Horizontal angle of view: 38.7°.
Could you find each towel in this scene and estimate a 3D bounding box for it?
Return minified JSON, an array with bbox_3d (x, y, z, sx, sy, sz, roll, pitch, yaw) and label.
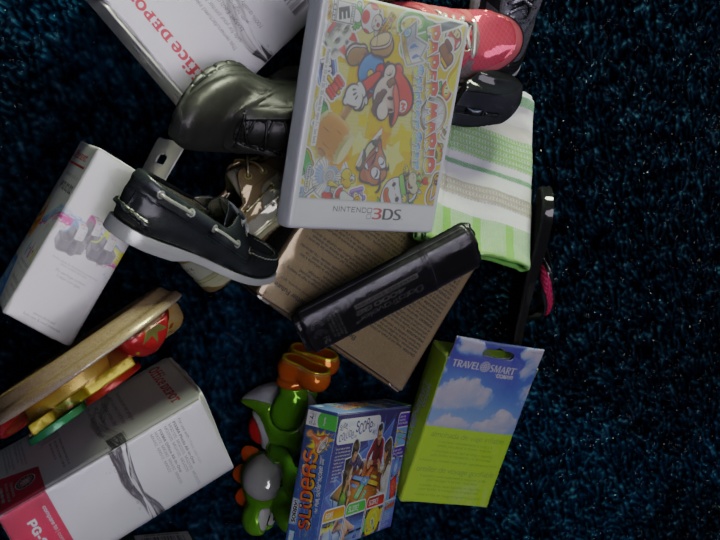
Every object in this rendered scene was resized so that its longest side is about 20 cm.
[{"bbox_3d":[0.124,-0.111,1.068,0.147,0.031,0.203,13,68,-26],"label":"towel"}]

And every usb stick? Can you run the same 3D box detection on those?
[{"bbox_3d":[0.027,0.016,0.994,0.198,0.033,0.056,-28,129,-6],"label":"usb stick"}]

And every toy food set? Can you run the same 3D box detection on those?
[{"bbox_3d":[-0.236,0.083,0.901,0.197,0.200,0.049,-36,98,-17],"label":"toy food set"}]

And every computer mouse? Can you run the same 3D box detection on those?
[{"bbox_3d":[0.089,-0.159,1.011,0.198,0.034,0.059,-16,148,-32],"label":"computer mouse"}]

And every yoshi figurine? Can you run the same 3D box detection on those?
[{"bbox_3d":[-0.060,0.186,1.050,0.111,0.112,0.203,8,105,-35],"label":"yoshi figurine"}]

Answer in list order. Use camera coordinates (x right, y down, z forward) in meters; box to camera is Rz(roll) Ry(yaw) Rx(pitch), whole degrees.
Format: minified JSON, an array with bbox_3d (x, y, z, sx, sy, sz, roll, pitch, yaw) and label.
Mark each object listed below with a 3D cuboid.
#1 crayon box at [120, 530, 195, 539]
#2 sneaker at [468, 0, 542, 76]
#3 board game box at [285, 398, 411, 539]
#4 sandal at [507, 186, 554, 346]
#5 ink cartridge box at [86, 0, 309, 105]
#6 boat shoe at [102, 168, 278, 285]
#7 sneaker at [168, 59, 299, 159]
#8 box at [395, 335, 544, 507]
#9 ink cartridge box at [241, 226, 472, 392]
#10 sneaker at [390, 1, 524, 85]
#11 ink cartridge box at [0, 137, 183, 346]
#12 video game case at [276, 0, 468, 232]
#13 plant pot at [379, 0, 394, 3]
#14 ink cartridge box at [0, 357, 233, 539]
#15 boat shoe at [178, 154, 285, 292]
[{"bbox_3d":[-0.264,0.359,1.018,0.197,0.058,0.176,1,101,-24],"label":"crayon box"},{"bbox_3d":[0.172,-0.298,1.051,0.074,0.114,0.203,3,99,-24],"label":"sneaker"},{"bbox_3d":[-0.007,0.203,1.040,0.199,0.034,0.138,14,87,-66],"label":"board game box"},{"bbox_3d":[0.196,0.006,1.117,0.044,0.075,0.203,7,120,-4],"label":"sandal"},{"bbox_3d":[-0.129,-0.259,0.939,0.200,0.084,0.145,-46,114,-10],"label":"ink cartridge box"},{"bbox_3d":[-0.131,-0.036,0.891,0.199,0.075,0.061,16,106,-58],"label":"boat shoe"},{"bbox_3d":[-0.081,-0.134,0.907,0.199,0.091,0.077,-19,143,-47],"label":"sneaker"},{"bbox_3d":[0.115,0.163,1.136,0.120,0.048,0.203,9,108,-25],"label":"box"},{"bbox_3d":[0.000,0.000,1.055,0.199,0.075,0.166,36,85,-26],"label":"ink cartridge box"},{"bbox_3d":[0.070,-0.226,1.008,0.197,0.087,0.075,-1,91,-7],"label":"sneaker"},{"bbox_3d":[-0.243,-0.046,0.914,0.067,0.115,0.202,32,86,-25],"label":"ink cartridge box"},{"bbox_3d":[0.015,-0.136,0.924,0.180,0.023,0.203,0,104,-42],"label":"video game case"},{"bbox_3d":[0.016,-0.355,0.931,0.199,0.092,0.204,20,62,-42],"label":"plant pot"},{"bbox_3d":[-0.232,0.177,0.947,0.198,0.145,0.084,-29,110,-16],"label":"ink cartridge box"},{"bbox_3d":[-0.105,-0.073,0.994,0.066,0.074,0.201,42,82,-30],"label":"boat shoe"}]
